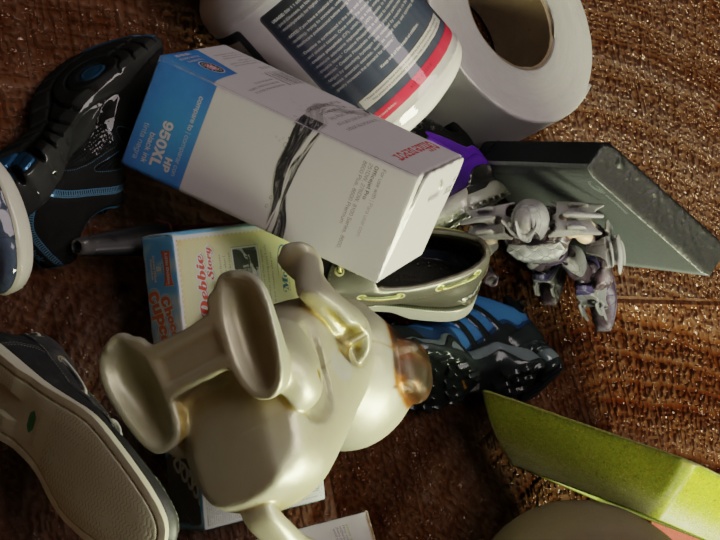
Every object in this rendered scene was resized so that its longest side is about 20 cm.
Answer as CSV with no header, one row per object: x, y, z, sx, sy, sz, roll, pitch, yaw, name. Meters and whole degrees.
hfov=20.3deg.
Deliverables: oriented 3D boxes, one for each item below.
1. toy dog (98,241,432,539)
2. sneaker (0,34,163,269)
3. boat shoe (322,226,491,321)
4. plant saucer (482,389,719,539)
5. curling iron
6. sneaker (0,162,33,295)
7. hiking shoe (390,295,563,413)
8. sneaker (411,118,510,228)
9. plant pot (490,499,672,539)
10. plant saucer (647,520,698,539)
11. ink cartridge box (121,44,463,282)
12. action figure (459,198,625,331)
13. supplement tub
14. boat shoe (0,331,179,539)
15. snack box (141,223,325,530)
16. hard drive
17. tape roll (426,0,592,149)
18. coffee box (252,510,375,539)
-0.035,0.075,1.308,0.194,0.139,0.200,57,29,10,toy dog
-0.190,-0.086,1.386,0.200,0.073,0.082,-57,131,-38,sneaker
-0.001,-0.002,1.482,0.200,0.060,0.072,1,52,-21,boat shoe
0.212,0.163,1.555,0.199,0.199,0.048,27,82,-49,plant saucer
-0.128,-0.026,1.406,0.199,0.049,0.026,-5,77,-51,curling iron
-0.285,-0.065,1.274,0.084,0.075,0.201,-27,83,-45,sneaker
0.064,0.058,1.564,0.199,0.074,0.087,7,44,-42,hiking shoe
0.029,-0.075,1.585,0.200,0.069,0.100,-17,79,-52,sneaker
0.158,0.248,1.492,0.200,0.200,0.135,41,16,-23,plant pot
0.299,0.287,1.696,0.199,0.037,0.201,27,55,-32,plant saucer
-0.043,-0.077,1.395,0.199,0.085,0.145,25,14,10,ink cartridge box
0.153,-0.011,1.602,0.200,0.129,0.070,38,64,-65,action figure
-0.032,-0.192,1.521,0.200,0.140,0.141,47,46,-18,supplement tub
-0.171,0.104,1.249,0.200,0.072,0.067,41,27,30,boat shoe
-0.086,0.070,1.389,0.116,0.037,0.201,-8,93,-45,snack box
0.187,-0.053,1.615,0.139,0.200,0.033,39,78,-21,hard drive
0.105,-0.206,1.710,0.202,0.071,0.204,21,58,-37,tape roll
-0.088,0.222,1.297,0.199,0.114,0.080,-8,78,-45,coffee box
